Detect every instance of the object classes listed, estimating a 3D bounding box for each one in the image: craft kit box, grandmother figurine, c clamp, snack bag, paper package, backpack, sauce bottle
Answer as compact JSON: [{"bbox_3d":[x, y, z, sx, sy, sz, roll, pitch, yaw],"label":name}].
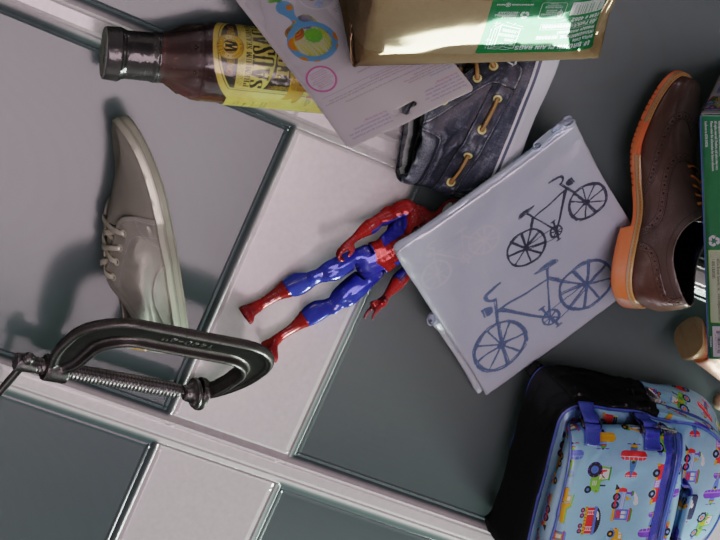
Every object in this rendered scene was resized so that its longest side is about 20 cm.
[{"bbox_3d":[0.307,-0.054,1.505,0.048,0.198,0.201,0,109,15],"label":"craft kit box"},{"bbox_3d":[0.368,0.100,1.626,0.200,0.121,0.061,37,57,-31],"label":"grandmother figurine"},{"bbox_3d":[-0.176,0.077,1.471,0.199,0.027,0.171,10,149,-25],"label":"c clamp"},{"bbox_3d":[0.133,-0.009,1.534,0.188,0.021,0.200,-36,130,0],"label":"snack bag"},{"bbox_3d":[0.077,-0.251,1.379,0.199,0.191,0.104,-4,147,-14],"label":"paper package"},{"bbox_3d":[0.229,0.184,1.586,0.199,0.135,0.183,9,105,-20],"label":"backpack"},{"bbox_3d":[-0.099,-0.157,1.433,0.199,0.066,0.066,2,106,-17],"label":"sauce bottle"}]

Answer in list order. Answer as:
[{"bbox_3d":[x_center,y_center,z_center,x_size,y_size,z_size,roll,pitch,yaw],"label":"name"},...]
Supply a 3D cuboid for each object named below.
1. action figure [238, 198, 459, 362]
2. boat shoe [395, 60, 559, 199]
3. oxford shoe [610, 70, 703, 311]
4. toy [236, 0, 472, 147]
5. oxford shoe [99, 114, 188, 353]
[{"bbox_3d":[0.000,0.000,1.518,0.200,0.052,0.066,-34,108,-5],"label":"action figure"},{"bbox_3d":[0.096,-0.151,1.481,0.091,0.071,0.201,11,105,-22],"label":"boat shoe"},{"bbox_3d":[0.263,-0.064,1.531,0.071,0.073,0.201,10,89,-49],"label":"oxford shoe"},{"bbox_3d":[-0.020,-0.178,1.405,0.115,0.047,0.200,-27,70,-23],"label":"toy"},{"bbox_3d":[-0.176,-0.022,1.451,0.058,0.075,0.201,-12,114,-14],"label":"oxford shoe"}]
